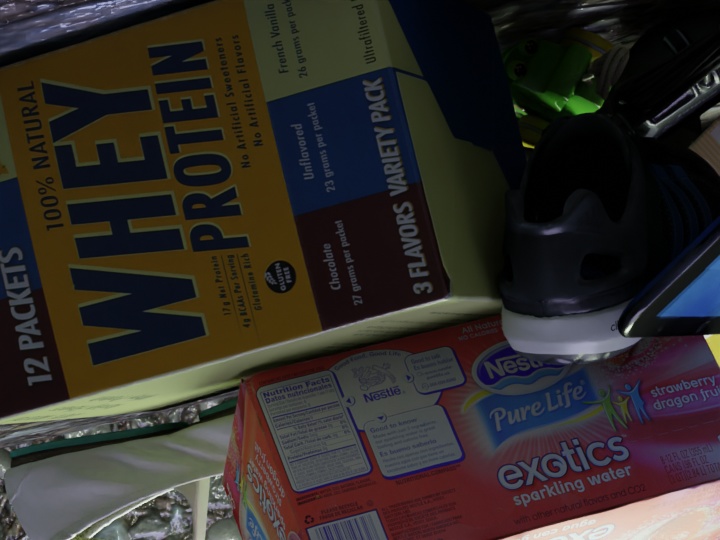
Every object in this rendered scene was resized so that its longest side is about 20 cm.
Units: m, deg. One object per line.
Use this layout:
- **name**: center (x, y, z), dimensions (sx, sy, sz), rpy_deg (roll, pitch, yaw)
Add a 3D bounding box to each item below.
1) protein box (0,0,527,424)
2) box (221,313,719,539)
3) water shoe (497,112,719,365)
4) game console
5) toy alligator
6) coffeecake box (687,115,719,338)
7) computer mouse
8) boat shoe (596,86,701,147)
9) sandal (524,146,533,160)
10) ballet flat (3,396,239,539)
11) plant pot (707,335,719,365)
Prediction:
- **protein box**: center (-0.046, -0.027, 1.026), dimensions (0.199, 0.136, 0.198), rpy_deg (-15, 174, 16)
- **box**: center (0.052, 0.085, 1.036), dimensions (0.199, 0.103, 0.095), rpy_deg (-14, 151, -18)
- **water shoe**: center (0.109, -0.031, 1.020), dimensions (0.071, 0.079, 0.200), rpy_deg (1, -157, 18)
- **game console**: center (0.220, -0.007, 0.970), dimensions (0.170, 0.119, 0.200), rpy_deg (18, -172, 24)
- **toy alligator**: center (0.088, -0.089, 1.162), dimensions (0.054, 0.060, 0.200), rpy_deg (27, 174, 2)
- **coffeecake box**: center (0.221, -0.047, 1.288), dimensions (0.154, 0.073, 0.200), rpy_deg (-48, 168, 26)
- **computer mouse**: center (0.174, -0.116, 1.165), dimensions (0.140, 0.046, 0.200), rpy_deg (-35, 175, 9)
- **boat shoe**: center (0.098, -0.067, 1.306), dimensions (0.199, 0.068, 0.072), rpy_deg (-8, 174, -29)
- **sandal**: center (0.055, -0.042, 1.152), dimensions (0.200, 0.043, 0.076), rpy_deg (31, -158, 34)
- **ballet flat**: center (-0.067, 0.091, 1.117), dimensions (0.199, 0.070, 0.069), rpy_deg (-16, 173, 19)
- **plant pot**: center (0.265, -0.018, 1.677), dimensions (0.199, 0.201, 0.142), rpy_deg (-17, 145, 35)
